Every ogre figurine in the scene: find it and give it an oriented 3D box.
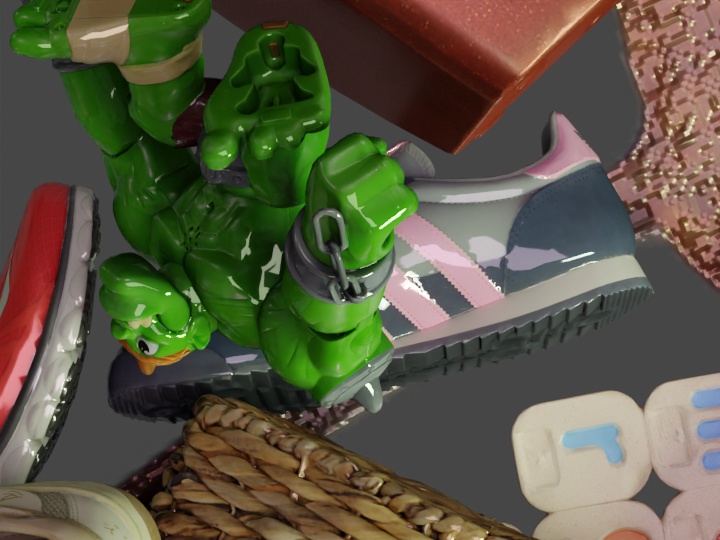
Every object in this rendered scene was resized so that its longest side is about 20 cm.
[{"bbox_3d":[-0.042,-0.028,0.807,0.098,0.199,0.120,-46,139,-34],"label":"ogre figurine"}]

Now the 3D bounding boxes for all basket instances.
[{"bbox_3d":[0.010,0.147,0.831,0.199,0.143,0.150,25,87,14],"label":"basket"}]

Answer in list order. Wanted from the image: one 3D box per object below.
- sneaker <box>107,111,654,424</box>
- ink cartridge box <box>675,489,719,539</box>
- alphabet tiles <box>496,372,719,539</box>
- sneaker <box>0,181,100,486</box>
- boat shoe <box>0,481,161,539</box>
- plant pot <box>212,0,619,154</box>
[{"bbox_3d":[0.000,0.000,0.899,0.199,0.070,0.082,-13,76,-11],"label":"sneaker"},{"bbox_3d":[0.210,0.103,0.954,0.175,0.045,0.201,23,89,-12],"label":"ink cartridge box"},{"bbox_3d":[0.118,0.141,0.908,0.194,0.015,0.201,-10,87,3],"label":"alphabet tiles"},{"bbox_3d":[-0.150,0.055,0.858,0.085,0.077,0.201,25,86,-4],"label":"sneaker"},{"bbox_3d":[-0.164,0.103,0.797,0.199,0.065,0.073,-7,86,17],"label":"boat shoe"},{"bbox_3d":[0.026,-0.153,0.800,0.200,0.200,0.176,-44,89,-7],"label":"plant pot"}]
